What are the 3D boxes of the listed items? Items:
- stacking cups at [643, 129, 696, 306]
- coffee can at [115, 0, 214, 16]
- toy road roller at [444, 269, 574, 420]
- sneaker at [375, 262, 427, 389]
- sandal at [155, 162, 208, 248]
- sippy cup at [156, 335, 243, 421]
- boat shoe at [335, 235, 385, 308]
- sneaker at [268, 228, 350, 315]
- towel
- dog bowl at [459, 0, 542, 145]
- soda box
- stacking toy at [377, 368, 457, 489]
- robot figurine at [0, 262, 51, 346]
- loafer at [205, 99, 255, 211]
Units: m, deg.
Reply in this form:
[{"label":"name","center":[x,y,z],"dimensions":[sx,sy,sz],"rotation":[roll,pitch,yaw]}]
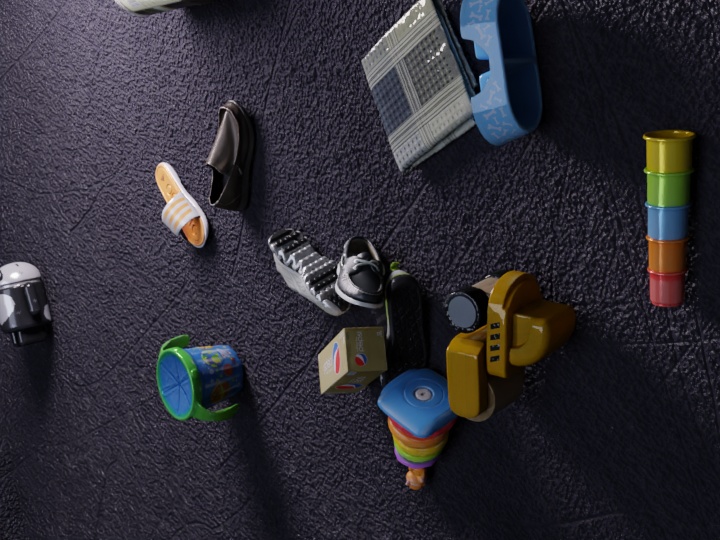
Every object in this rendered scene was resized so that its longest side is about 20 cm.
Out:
[{"label":"stacking cups","center":[0.362,-0.059,1.323],"dimensions":[0.060,0.060,0.202],"rotation":[13,115,48]},{"label":"coffee can","center":[-0.334,-0.525,1.973],"dimensions":[0.199,0.145,0.148],"rotation":[7,105,50]},{"label":"toy road roller","center":[0.200,0.102,1.503],"dimensions":[0.145,0.122,0.202],"rotation":[11,111,36]},{"label":"sneaker","center":[0.060,0.087,1.740],"dimensions":[0.083,0.071,0.202],"rotation":[-131,42,-64]},{"label":"sandal","center":[-0.361,-0.120,2.190],"dimensions":[0.207,0.059,0.080],"rotation":[53,136,27]},{"label":"sippy cup","center":[-0.295,0.200,2.142],"dimensions":[0.139,0.129,0.180],"rotation":[-23,83,50]},{"label":"boat shoe","center":[0.000,0.000,1.712],"dimensions":[0.200,0.075,0.061],"rotation":[-119,43,-68]},{"label":"sneaker","center":[-0.080,0.015,1.881],"dimensions":[0.200,0.075,0.082],"rotation":[46,146,36]},{"label":"towel","center":[0.087,-0.265,1.624],"dimensions":[0.200,0.034,0.194],"rotation":[-35,70,52]},{"label":"dog bowl","center":[0.182,-0.262,1.443],"dimensions":[0.049,0.111,0.202],"rotation":[-6,96,38]},{"label":"soda box","center":[-0.015,0.142,1.770],"dimensions":[0.200,0.063,0.069],"rotation":[132,135,-69]},{"label":"stacking toy","center":[0.089,0.258,1.724],"dimensions":[0.109,0.116,0.202],"rotation":[34,139,34]},{"label":"robot figurine","center":[-0.825,0.081,2.768],"dimensions":[0.149,0.125,0.202],"rotation":[-12,92,13]},{"label":"loafer","center":[-0.233,-0.197,2.000],"dimensions":[0.073,0.071,0.202],"rotation":[22,117,46]}]
